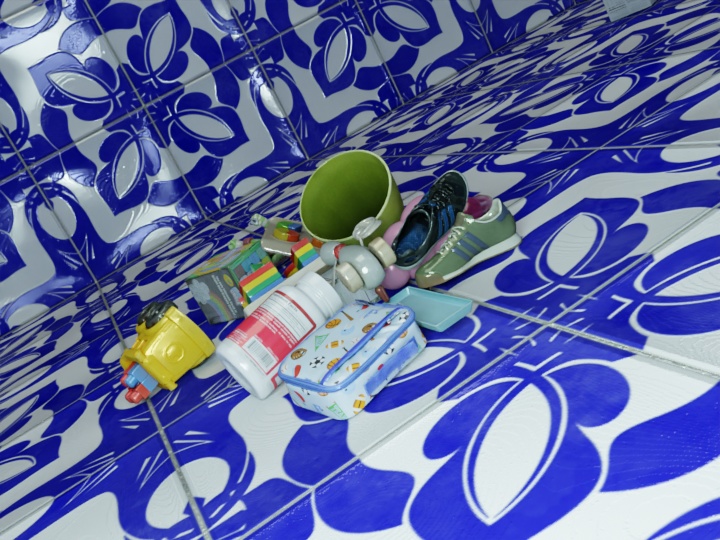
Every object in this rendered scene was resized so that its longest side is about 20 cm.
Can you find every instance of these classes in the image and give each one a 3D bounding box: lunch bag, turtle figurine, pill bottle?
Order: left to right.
[{"bbox_3d":[-0.262,-0.055,2.047,0.193,0.145,0.200,-20,14,40],"label":"turtle figurine"},{"bbox_3d":[-0.125,0.098,1.337,0.200,0.113,0.112,-44,20,-19],"label":"pill bottle"},{"bbox_3d":[-0.006,0.118,1.181,0.160,0.076,0.200,4,38,48],"label":"lunch bag"}]

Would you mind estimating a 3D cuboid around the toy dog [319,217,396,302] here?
[{"bbox_3d":[0.000,0.000,1.368,0.131,0.097,0.200,-28,18,6],"label":"toy dog"}]

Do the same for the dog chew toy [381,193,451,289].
[{"bbox_3d":[0.094,-0.044,1.473,0.200,0.125,0.124,-42,20,-18],"label":"dog chew toy"}]

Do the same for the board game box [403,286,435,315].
[{"bbox_3d":[0.027,0.090,1.328,0.199,0.024,0.105,-25,18,7],"label":"board game box"}]

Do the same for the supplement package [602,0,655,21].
[{"bbox_3d":[0.970,-0.987,2.968,0.155,0.112,0.200,-13,22,43],"label":"supplement package"}]

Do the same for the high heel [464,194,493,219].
[{"bbox_3d":[0.166,-0.119,1.675,0.096,0.068,0.199,-27,25,-38],"label":"high heel"}]

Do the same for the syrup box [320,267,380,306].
[{"bbox_3d":[-0.071,0.064,1.468,0.199,0.079,0.081,-33,17,-18],"label":"syrup box"}]

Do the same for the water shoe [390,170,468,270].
[{"bbox_3d":[0.120,-0.089,1.385,0.201,0.071,0.079,-57,-13,-14],"label":"water shoe"}]

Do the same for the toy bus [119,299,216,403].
[{"bbox_3d":[-0.403,0.171,1.639,0.192,0.136,0.199,-52,22,-21],"label":"toy bus"}]

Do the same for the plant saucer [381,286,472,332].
[{"bbox_3d":[0.094,0.057,1.252,0.070,0.019,0.200,-33,16,-18],"label":"plant saucer"}]

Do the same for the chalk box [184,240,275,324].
[{"bbox_3d":[-0.258,0.023,1.829,0.199,0.125,0.124,-14,21,38],"label":"chalk box"}]

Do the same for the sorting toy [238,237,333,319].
[{"bbox_3d":[-0.140,0.026,1.553,0.199,0.070,0.199,-35,-11,-14],"label":"sorting toy"}]

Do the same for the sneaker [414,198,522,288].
[{"bbox_3d":[0.167,-0.052,1.383,0.199,0.091,0.067,-25,16,-13],"label":"sneaker"}]

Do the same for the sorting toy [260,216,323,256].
[{"bbox_3d":[-0.125,-0.074,1.887,0.183,0.037,0.200,12,19,-4],"label":"sorting toy"}]

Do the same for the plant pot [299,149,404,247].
[{"bbox_3d":[0.015,-0.094,1.579,0.186,0.200,0.189,-13,60,23],"label":"plant pot"}]
